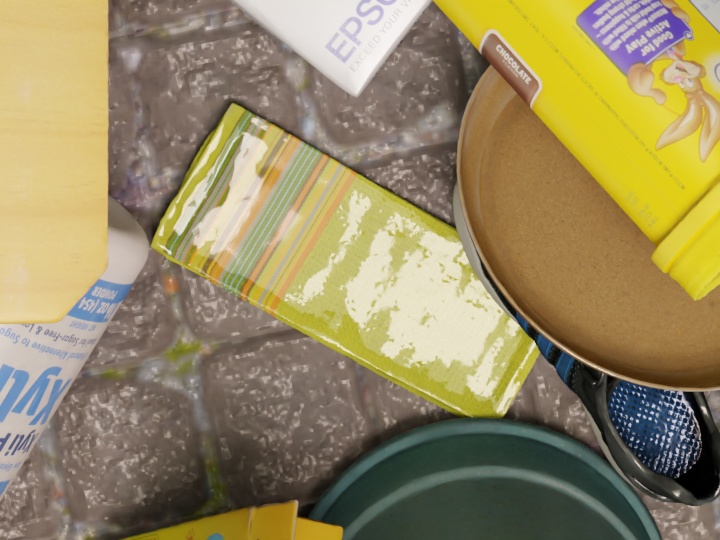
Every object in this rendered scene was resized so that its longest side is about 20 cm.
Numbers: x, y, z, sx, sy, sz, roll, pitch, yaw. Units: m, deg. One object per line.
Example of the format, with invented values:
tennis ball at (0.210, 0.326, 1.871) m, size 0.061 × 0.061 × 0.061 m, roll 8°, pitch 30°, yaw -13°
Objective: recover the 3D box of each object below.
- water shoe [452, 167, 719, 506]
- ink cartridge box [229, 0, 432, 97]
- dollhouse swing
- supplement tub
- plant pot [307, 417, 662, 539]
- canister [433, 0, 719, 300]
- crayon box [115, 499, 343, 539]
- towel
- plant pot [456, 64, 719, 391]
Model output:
water shoe at (0.120, 0.025, 0.963) m, size 0.071 × 0.079 × 0.200 m, roll -37°, pitch 101°, yaw -6°
ink cartridge box at (-0.018, -0.221, 0.958) m, size 0.200 × 0.041 × 0.200 m, roll 38°, pitch 97°, yaw -4°
dollhouse swing at (-0.230, -0.064, 0.870) m, size 0.176 × 0.182 × 0.200 m, roll -3°, pitch 94°, yaw -39°
supplement tub at (-0.203, 0.036, 0.954) m, size 0.132 × 0.132 × 0.200 m, roll 31°, pitch 98°, yaw -3°
plant pot at (0.061, 0.193, 0.928) m, size 0.200 × 0.196 × 0.200 m, roll 0°, pitch 103°, yaw 0°
canister at (0.135, -0.102, 0.901) m, size 0.200 × 0.149 × 0.087 m, roll 49°, pitch 138°, yaw 12°
crayon box at (-0.068, 0.182, 0.922) m, size 0.051 × 0.200 × 0.127 m, roll 17°, pitch 70°, yaw -27°
towel at (0.000, 0.000, 1.000) m, size 0.200 × 0.018 × 0.086 m, roll 29°, pitch 98°, yaw -3°
plant pot at (0.138, -0.032, 0.943) m, size 0.200 × 0.027 × 0.200 m, roll 6°, pitch 65°, yaw -13°
